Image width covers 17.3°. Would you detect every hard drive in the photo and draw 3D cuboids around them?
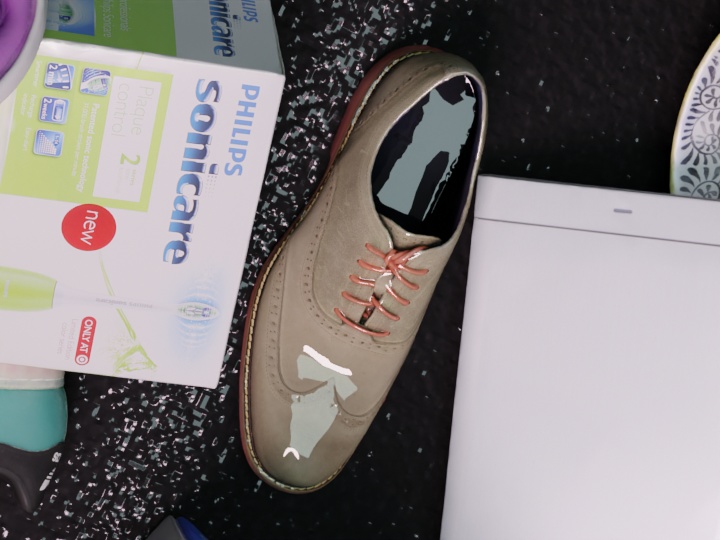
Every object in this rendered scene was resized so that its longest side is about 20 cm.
[{"bbox_3d":[0.105,0.065,1.009,0.132,0.027,0.201,7,94,18],"label":"hard drive"}]

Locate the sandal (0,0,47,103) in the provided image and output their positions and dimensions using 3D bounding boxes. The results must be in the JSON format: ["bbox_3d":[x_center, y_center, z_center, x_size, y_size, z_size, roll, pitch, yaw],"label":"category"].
[{"bbox_3d":[-0.143,-0.134,0.855,0.082,0.050,0.203,15,48,-2],"label":"sandal"}]

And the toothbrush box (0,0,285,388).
[{"bbox_3d":[-0.142,-0.046,0.923,0.199,0.086,0.146,8,120,-13],"label":"toothbrush box"}]

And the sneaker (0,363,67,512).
[{"bbox_3d":[-0.217,0.065,0.950,0.199,0.071,0.080,1,90,-13],"label":"sneaker"}]

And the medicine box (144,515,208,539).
[{"bbox_3d":[-0.032,0.215,0.943,0.103,0.182,0.200,-45,101,-4],"label":"medicine box"}]

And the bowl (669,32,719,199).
[{"bbox_3d":[0.241,-0.038,1.005,0.200,0.094,0.201,8,104,33],"label":"bowl"}]

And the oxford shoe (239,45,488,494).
[{"bbox_3d":[0.000,0.000,0.986,0.070,0.075,0.200,17,91,-13],"label":"oxford shoe"}]
